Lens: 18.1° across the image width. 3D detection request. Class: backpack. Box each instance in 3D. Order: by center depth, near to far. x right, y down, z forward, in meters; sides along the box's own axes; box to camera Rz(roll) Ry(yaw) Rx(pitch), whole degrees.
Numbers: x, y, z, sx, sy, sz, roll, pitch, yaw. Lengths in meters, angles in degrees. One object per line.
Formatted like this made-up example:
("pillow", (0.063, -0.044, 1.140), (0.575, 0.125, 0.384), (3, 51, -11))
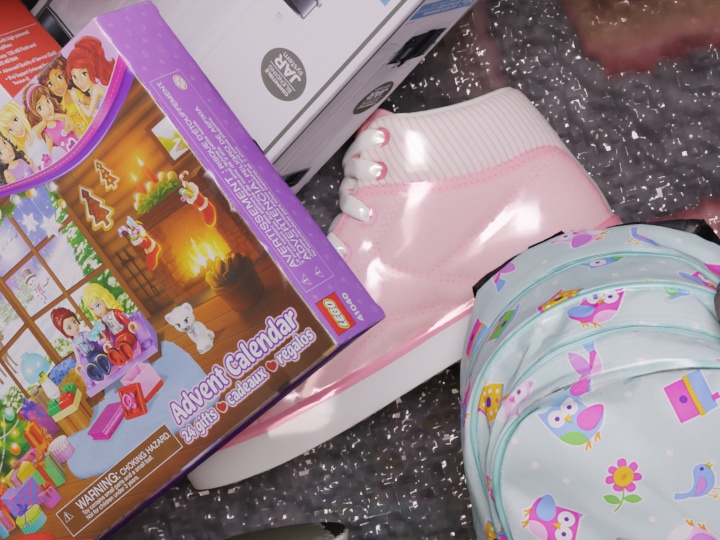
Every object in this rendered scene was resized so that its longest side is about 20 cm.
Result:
("backpack", (0.114, 0.082, 0.834), (0.166, 0.127, 0.200), (-19, 115, 2))

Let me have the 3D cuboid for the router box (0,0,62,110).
("router box", (-0.150, 0.017, 0.878), (0.180, 0.049, 0.200), (49, 122, 6))

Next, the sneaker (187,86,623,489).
("sneaker", (0.000, 0.000, 0.892), (0.200, 0.075, 0.105), (-31, 92, 0))

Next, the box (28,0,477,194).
("box", (-0.051, -0.089, 0.857), (0.117, 0.060, 0.200), (52, 123, 8))

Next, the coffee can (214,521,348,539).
("coffee can", (-0.052, 0.213, 0.870), (0.146, 0.146, 0.201), (-14, 91, 7))

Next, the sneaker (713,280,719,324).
("sneaker", (0.190, -0.026, 0.807), (0.076, 0.200, 0.088), (42, 120, -11))

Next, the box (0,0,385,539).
("box", (-0.104, 0.019, 0.801), (0.200, 0.039, 0.137), (-40, 85, 32))

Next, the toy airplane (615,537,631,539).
("toy airplane", (0.048, 0.169, 0.763), (0.199, 0.141, 0.200), (-23, 117, 2))
